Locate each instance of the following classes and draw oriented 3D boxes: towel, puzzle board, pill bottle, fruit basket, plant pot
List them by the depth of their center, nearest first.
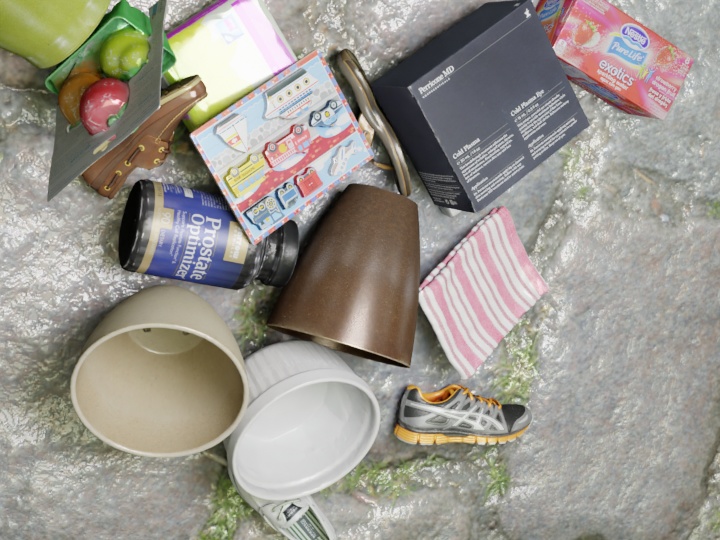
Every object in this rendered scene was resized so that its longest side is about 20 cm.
[{"bbox_3d":[-0.375,-0.321,1.272,0.200,0.200,0.193,-51,126,-3],"label":"plant pot"},{"bbox_3d":[-0.268,-0.187,1.296,0.185,0.200,0.094,-35,136,27],"label":"fruit basket"},{"bbox_3d":[-0.087,-0.147,1.411,0.200,0.017,0.151,-38,113,-25],"label":"puzzle board"},{"bbox_3d":[-0.181,-0.038,1.441,0.200,0.112,0.112,10,99,-22],"label":"pill bottle"},{"bbox_3d":[0.000,0.000,1.494,0.187,0.187,0.200,19,83,-23],"label":"plant pot"},{"bbox_3d":[0.164,0.028,1.592,0.200,0.030,0.146,-45,115,-31],"label":"towel"}]

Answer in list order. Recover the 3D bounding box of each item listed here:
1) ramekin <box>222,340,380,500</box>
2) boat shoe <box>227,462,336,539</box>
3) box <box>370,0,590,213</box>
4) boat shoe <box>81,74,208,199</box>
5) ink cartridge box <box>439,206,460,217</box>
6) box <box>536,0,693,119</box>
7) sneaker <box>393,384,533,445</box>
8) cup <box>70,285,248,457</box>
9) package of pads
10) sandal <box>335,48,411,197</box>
[{"bbox_3d":[-0.085,0.180,1.504,0.200,0.105,0.200,-16,132,-19],"label":"ramekin"},{"bbox_3d":[-0.093,0.309,1.582,0.074,0.067,0.200,-47,113,-5],"label":"boat shoe"},{"bbox_3d":[0.149,-0.203,1.470,0.200,0.104,0.182,-37,114,-17],"label":"box"},{"bbox_3d":[-0.243,-0.152,1.374,0.200,0.072,0.068,-33,104,25],"label":"boat shoe"},{"bbox_3d":[0.149,-0.204,1.560,0.200,0.043,0.198,-34,112,-9],"label":"ink cartridge box"},{"bbox_3d":[0.322,-0.285,1.573,0.200,0.100,0.096,26,93,-23],"label":"box"},{"bbox_3d":[0.145,0.194,1.639,0.200,0.078,0.077,0,97,-20],"label":"sneaker"},{"bbox_3d":[-0.233,0.099,1.414,0.200,0.143,0.200,-3,126,-4],"label":"cup"},{"bbox_3d":[-0.147,-0.218,1.434,0.154,0.068,0.200,-36,112,-9],"label":"package of pads"},{"bbox_3d":[0.009,-0.179,1.498,0.055,0.082,0.200,-26,113,5],"label":"sandal"}]
